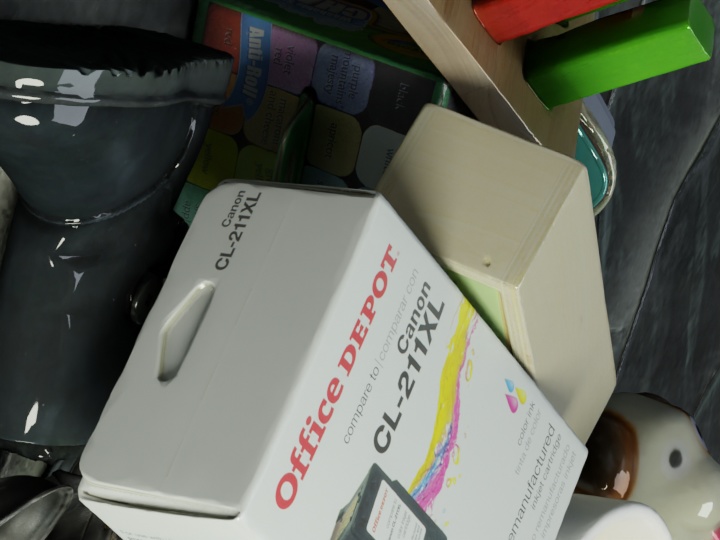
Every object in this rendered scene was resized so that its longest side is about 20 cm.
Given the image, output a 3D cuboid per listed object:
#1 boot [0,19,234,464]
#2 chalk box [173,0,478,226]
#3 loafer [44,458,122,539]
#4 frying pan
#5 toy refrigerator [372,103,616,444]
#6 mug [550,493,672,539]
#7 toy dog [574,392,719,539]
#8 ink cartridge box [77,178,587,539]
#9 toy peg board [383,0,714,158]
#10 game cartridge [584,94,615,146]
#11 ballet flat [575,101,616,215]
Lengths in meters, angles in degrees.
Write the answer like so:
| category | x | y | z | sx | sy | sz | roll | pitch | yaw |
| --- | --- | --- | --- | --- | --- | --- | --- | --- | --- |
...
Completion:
| category | x | y | z | sx | sy | sz | roll | pitch | yaw |
| --- | --- | --- | --- | --- | --- | --- | --- | --- | --- |
| boot | -0.113 | -0.007 | 1.031 | 0.200 | 0.076 | 0.169 | -15 | 119 | -74 |
| chalk box | -0.006 | -0.061 | 1.201 | 0.200 | 0.123 | 0.126 | -31 | 139 | -59 |
| loafer | -0.114 | 0.131 | 1.169 | 0.200 | 0.072 | 0.073 | -55 | 155 | -38 |
| frying pan | -0.133 | 0.096 | 1.065 | 0.190 | 0.031 | 0.115 | -41 | 171 | -22 |
| toy refrigerator | 0.056 | 0.019 | 1.152 | 0.070 | 0.076 | 0.200 | -60 | 159 | -21 |
| mug | 0.042 | 0.176 | 1.219 | 0.149 | 0.152 | 0.188 | -29 | 126 | -51 |
| toy dog | 0.133 | 0.163 | 1.478 | 0.139 | 0.194 | 0.201 | -4 | 122 | -52 |
| ink cartridge box | -0.005 | 0.079 | 1.069 | 0.200 | 0.082 | 0.146 | 49 | 56 | -45 |
| toy peg board | 0.077 | -0.180 | 1.136 | 0.199 | 0.097 | 0.201 | 49 | 38 | -36 |
| game cartridge | 0.083 | -0.062 | 1.446 | 0.133 | 0.041 | 0.201 | 53 | 38 | -33 |
| ballet flat | 0.066 | -0.113 | 1.362 | 0.062 | 0.067 | 0.201 | -97 | 161 | -71 |
